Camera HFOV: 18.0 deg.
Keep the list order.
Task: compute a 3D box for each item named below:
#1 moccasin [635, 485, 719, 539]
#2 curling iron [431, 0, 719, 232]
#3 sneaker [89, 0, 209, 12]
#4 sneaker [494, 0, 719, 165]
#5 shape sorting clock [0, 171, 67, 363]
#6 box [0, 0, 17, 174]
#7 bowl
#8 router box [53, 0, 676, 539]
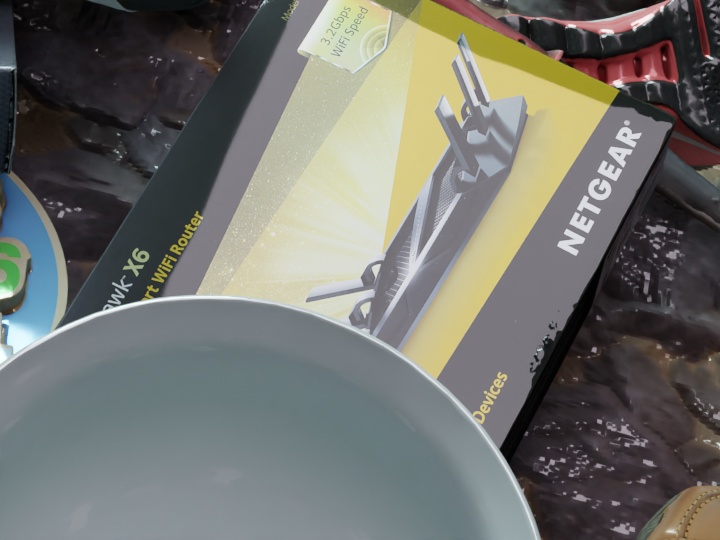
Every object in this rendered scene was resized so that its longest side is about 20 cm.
[{"bbox_3d":[0.171,0.141,0.706,0.201,0.074,0.078,39,20,4],"label":"moccasin"},{"bbox_3d":[0.068,-0.085,0.863,0.200,0.026,0.050,43,81,-2],"label":"curling iron"},{"bbox_3d":[-0.138,-0.139,0.846,0.199,0.075,0.088,23,30,33],"label":"sneaker"},{"bbox_3d":[0.109,-0.074,0.927,0.198,0.087,0.074,-3,83,-10],"label":"sneaker"},{"bbox_3d":[-0.204,0.000,0.812,0.198,0.039,0.201,8,47,-8],"label":"shape sorting clock"},{"bbox_3d":[-0.232,-0.099,0.866,0.198,0.051,0.158,1,32,-12],"label":"box"},{"bbox_3d":[-0.046,0.117,0.691,0.199,0.091,0.203,3,61,-5],"label":"bowl"},{"bbox_3d":[0.000,0.000,0.810,0.156,0.052,0.201,26,68,10],"label":"router box"}]
